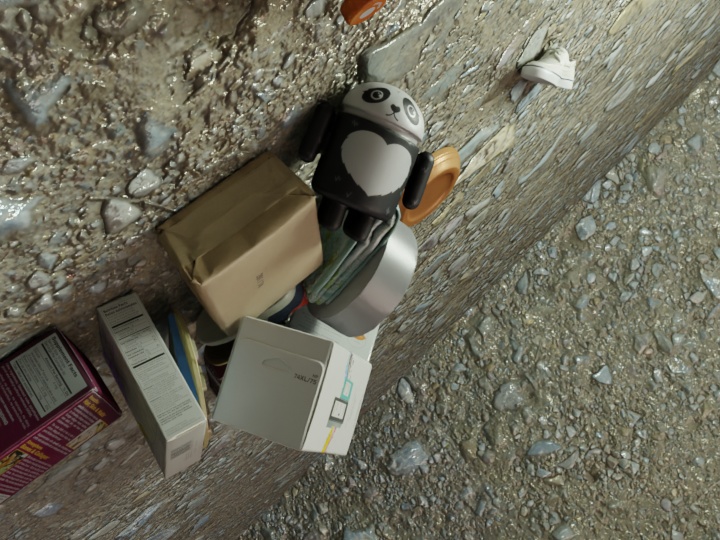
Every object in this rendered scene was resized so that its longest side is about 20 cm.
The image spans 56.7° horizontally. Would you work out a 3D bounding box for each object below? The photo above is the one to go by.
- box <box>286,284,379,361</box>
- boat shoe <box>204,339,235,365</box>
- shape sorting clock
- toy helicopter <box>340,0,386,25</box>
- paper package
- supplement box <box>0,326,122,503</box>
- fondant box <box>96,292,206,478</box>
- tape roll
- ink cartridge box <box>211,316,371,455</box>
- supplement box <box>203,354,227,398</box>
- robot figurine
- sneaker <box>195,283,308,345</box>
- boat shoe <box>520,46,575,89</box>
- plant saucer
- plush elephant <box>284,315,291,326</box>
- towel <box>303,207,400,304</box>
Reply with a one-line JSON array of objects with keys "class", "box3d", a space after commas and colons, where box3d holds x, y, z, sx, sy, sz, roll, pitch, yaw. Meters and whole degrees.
[{"class": "box", "box3d": [-0.049, 0.094, 1.194, 0.107, 0.150, 0.202, 120, -8, -47]}, {"class": "boat shoe", "box3d": [-0.184, 0.100, 1.176, 0.200, 0.072, 0.066, -43, 159, -16]}, {"class": "shape sorting clock", "box3d": [-0.246, 0.154, 0.957, 0.038, 0.203, 0.201, -8, 149, -22]}, {"class": "toy helicopter", "box3d": [0.040, -0.318, 0.677, 0.131, 0.080, 0.200, -31, -176, 23]}, {"class": "paper package", "box3d": [-0.150, -0.031, 0.893, 0.189, 0.104, 0.201, -38, 161, -15]}, {"class": "supplement box", "box3d": [-0.413, 0.183, 0.810, 0.198, 0.104, 0.132, -36, 161, -19]}, {"class": "fondant box", "box3d": [-0.275, 0.153, 0.877, 0.057, 0.202, 0.145, -23, 156, -29]}, {"class": "tape roll", "box3d": [0.000, 0.000, 1.053, 0.066, 0.202, 0.201, 32, 110, -29]}, {"class": "ink cartridge box", "box3d": [-0.091, 0.171, 0.964, 0.200, 0.144, 0.149, 46, 60, -67]}, {"class": "supplement box", "box3d": [-0.238, 0.190, 1.288, 0.108, 0.061, 0.201, -36, 162, -24]}, {"class": "robot figurine", "box3d": [0.008, -0.143, 0.878, 0.149, 0.123, 0.204, 15, 99, -57]}, {"class": "sneaker", "box3d": [-0.167, 0.071, 1.047, 0.197, 0.077, 0.084, -23, 154, 23]}, {"class": "boat shoe", "box3d": [0.365, -0.390, 1.270, 0.198, 0.070, 0.071, -12, 119, -52]}, {"class": "plant saucer", "box3d": [0.129, -0.156, 1.326, 0.199, 0.038, 0.201, -38, 163, -14]}, {"class": "plush elephant", "box3d": [-0.097, 0.146, 1.304, 0.202, 0.151, 0.167, 87, 11, -51]}, {"class": "towel", "box3d": [-0.023, -0.062, 1.035, 0.048, 0.172, 0.200, 32, 111, -28]}]
